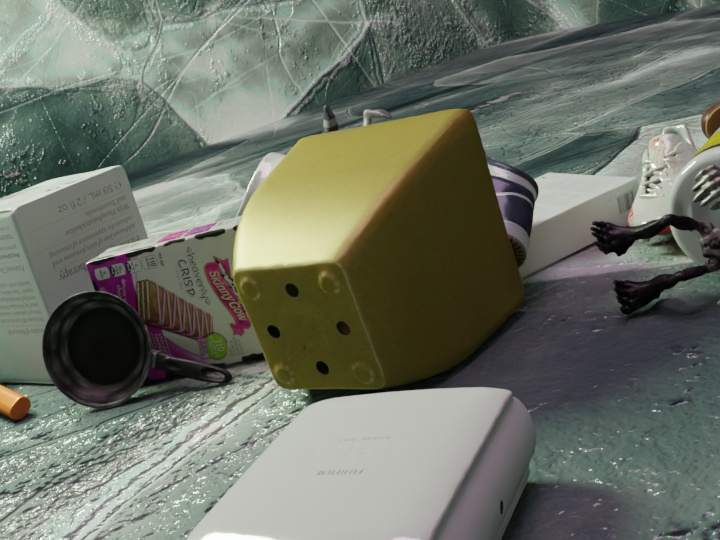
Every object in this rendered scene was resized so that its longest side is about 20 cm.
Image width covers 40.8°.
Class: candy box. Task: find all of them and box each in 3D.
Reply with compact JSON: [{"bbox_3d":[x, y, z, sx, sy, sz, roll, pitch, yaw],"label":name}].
[{"bbox_3d":[-0.160,0.027,0.983,0.197,0.138,0.061,-13,13,11],"label":"candy box"}]

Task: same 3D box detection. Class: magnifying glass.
[{"bbox_3d":[-0.417,0.130,1.065,0.199,0.022,0.080,8,57,47],"label":"magnifying glass"}]

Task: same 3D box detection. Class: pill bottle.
[{"bbox_3d":[0.361,-0.082,0.883,0.113,0.116,0.199,-4,19,36],"label":"pill bottle"}]

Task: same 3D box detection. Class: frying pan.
[{"bbox_3d":[-0.223,0.069,0.952,0.187,0.117,0.031,-13,4,9],"label":"frying pan"}]

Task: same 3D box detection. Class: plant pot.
[{"bbox_3d":[0.000,0.000,0.841,0.193,0.196,0.200,-4,26,35],"label":"plant pot"}]

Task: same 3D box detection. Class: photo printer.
[{"bbox_3d":[0.000,0.141,0.556,0.164,0.070,0.200,-8,17,28],"label":"photo printer"}]

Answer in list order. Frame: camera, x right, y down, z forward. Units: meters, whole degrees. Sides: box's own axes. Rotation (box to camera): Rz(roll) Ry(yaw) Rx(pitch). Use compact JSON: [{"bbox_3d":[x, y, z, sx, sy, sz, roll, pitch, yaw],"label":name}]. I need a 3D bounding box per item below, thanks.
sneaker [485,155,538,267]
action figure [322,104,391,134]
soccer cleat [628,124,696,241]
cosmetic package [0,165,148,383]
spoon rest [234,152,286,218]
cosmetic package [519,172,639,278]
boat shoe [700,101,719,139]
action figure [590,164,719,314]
[{"bbox_3d":[0.086,-0.050,0.968,0.198,0.070,0.109,-4,49,35],"label":"sneaker"},{"bbox_3d":[-0.019,-0.134,1.323,0.103,0.195,0.201,24,40,5],"label":"action figure"},{"bbox_3d":[0.311,-0.091,0.987,0.068,0.086,0.200,-6,18,31],"label":"soccer cleat"},{"bbox_3d":[-0.352,0.005,1.131,0.165,0.203,0.167,-5,19,37],"label":"cosmetic package"},{"bbox_3d":[-0.115,-0.036,1.082,0.098,0.203,0.061,13,-3,23],"label":"spoon rest"},{"bbox_3d":[0.187,-0.052,1.068,0.198,0.052,0.150,-24,20,-24],"label":"cosmetic package"},{"bbox_3d":[0.516,-0.196,1.206,0.197,0.071,0.070,-8,22,-3],"label":"boat shoe"},{"bbox_3d":[0.289,-0.022,0.759,0.198,0.121,0.102,-18,-4,32],"label":"action figure"}]
